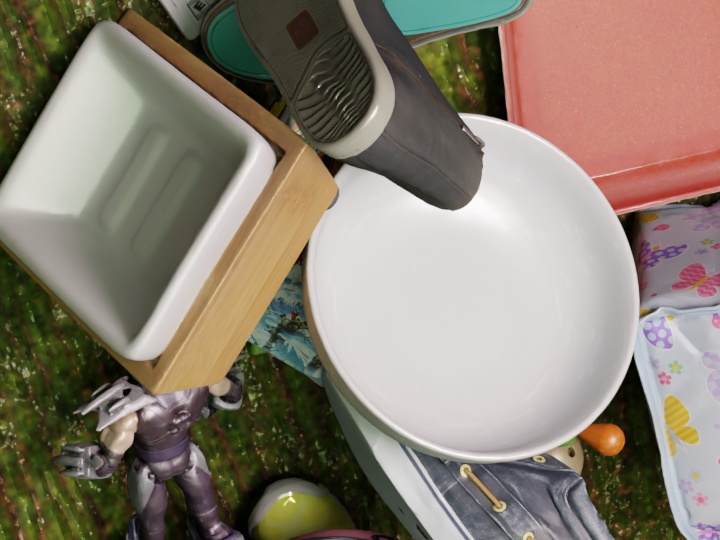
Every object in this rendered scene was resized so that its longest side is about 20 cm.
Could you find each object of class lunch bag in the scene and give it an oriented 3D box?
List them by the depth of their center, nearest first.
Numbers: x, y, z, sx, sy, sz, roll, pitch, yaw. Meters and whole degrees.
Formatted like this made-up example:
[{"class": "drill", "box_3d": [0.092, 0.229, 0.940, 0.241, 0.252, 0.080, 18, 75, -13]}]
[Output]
[{"class": "lunch bag", "box_3d": [0.237, 0.072, 1.570, 0.126, 0.170, 0.201, -8, 113, 11]}]

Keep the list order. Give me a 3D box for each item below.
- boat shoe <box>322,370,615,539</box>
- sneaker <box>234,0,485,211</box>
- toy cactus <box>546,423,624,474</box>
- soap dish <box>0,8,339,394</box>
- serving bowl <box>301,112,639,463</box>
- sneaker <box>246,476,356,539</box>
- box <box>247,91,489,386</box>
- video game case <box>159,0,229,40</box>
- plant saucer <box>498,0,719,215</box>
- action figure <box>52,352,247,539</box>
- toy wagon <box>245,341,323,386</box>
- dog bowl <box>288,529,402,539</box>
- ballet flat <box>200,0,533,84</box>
[{"class": "boat shoe", "box_3d": [0.065, 0.119, 1.468, 0.091, 0.071, 0.201, -33, 74, -12]}, {"class": "sneaker", "box_3d": [-0.002, -0.115, 1.405, 0.075, 0.201, 0.106, -36, 137, 20]}, {"class": "toy cactus", "box_3d": [0.124, 0.094, 1.582, 0.101, 0.201, 0.166, 7, 143, 13]}, {"class": "soap dish", "box_3d": [-0.110, -0.038, 1.421, 0.081, 0.200, 0.158, 26, 99, -43]}, {"class": "serving bowl", "box_3d": [0.055, 0.016, 1.444, 0.199, 0.066, 0.202, 6, 73, -18]}, {"class": "sneaker", "box_3d": [-0.017, 0.222, 1.598, 0.075, 0.076, 0.201, -20, 112, -9]}, {"class": "box", "box_3d": [0.000, 0.000, 1.504, 0.199, 0.040, 0.137, 32, 96, -25]}, {"class": "video game case", "box_3d": [-0.081, -0.231, 1.405, 0.143, 0.018, 0.200, -38, 143, -3]}, {"class": "plant saucer", "box_3d": [0.174, -0.139, 1.560, 0.198, 0.037, 0.201, -13, 112, -15]}, {"class": "action figure", "box_3d": [-0.119, 0.115, 1.524, 0.129, 0.069, 0.201, -20, 121, -24]}, {"class": "toy wagon", "box_3d": [0.001, -0.031, 1.538, 0.154, 0.040, 0.202, -8, 110, -16]}, {"class": "dog bowl", "box_3d": [-0.007, 0.242, 1.512, 0.198, 0.074, 0.202, 5, 118, 9]}, {"class": "ballet flat", "box_3d": [0.006, -0.154, 1.480, 0.198, 0.064, 0.068, -12, 112, 6]}]
